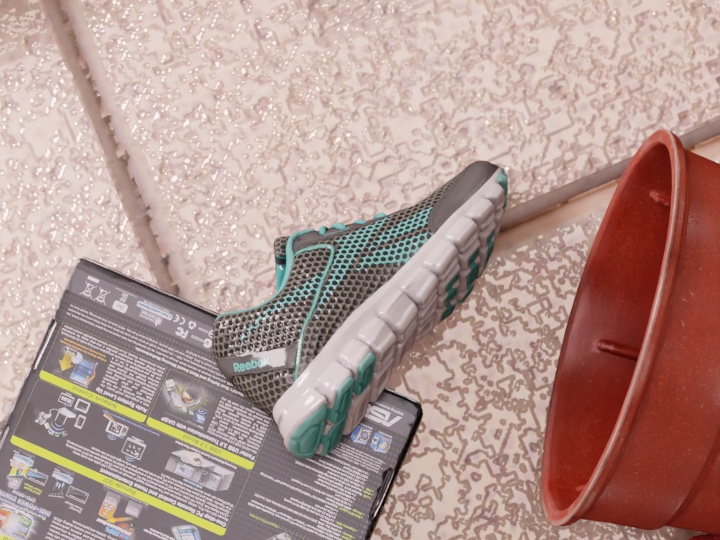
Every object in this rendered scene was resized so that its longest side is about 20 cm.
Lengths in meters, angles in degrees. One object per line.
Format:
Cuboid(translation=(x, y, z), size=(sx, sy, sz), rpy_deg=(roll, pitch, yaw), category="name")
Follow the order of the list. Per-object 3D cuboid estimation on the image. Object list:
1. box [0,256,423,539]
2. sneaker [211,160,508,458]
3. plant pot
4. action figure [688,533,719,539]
Cuboid(translation=(-0.087, 0.105, 1.173), size=(0.199, 0.044, 0.161), rpy_deg=(23, 84, 4), category="box")
Cuboid(translation=(0.000, 0.000, 1.148), size=(0.091, 0.078, 0.200), rpy_deg=(34, 57, 16), category="sneaker")
Cuboid(translation=(0.212, 0.054, 1.107), size=(0.194, 0.201, 0.202), rpy_deg=(16, 83, -5), category="plant pot")
Cuboid(translation=(0.168, 0.205, 1.145), size=(0.065, 0.052, 0.201), rpy_deg=(25, 72, -22), category="action figure")
